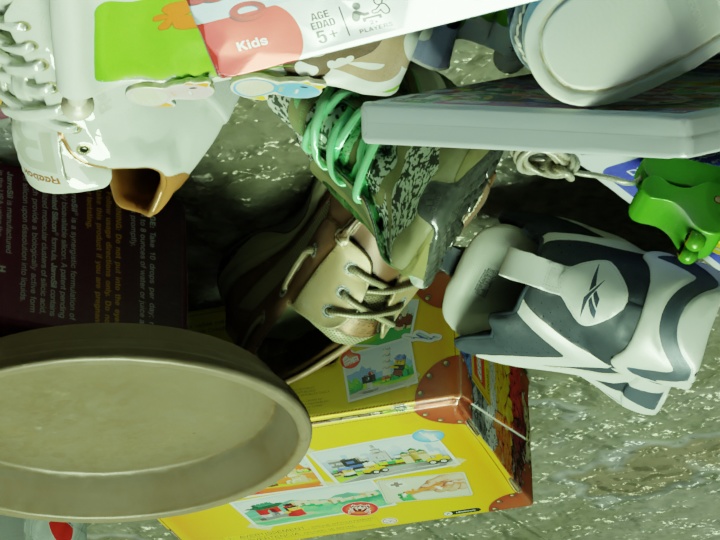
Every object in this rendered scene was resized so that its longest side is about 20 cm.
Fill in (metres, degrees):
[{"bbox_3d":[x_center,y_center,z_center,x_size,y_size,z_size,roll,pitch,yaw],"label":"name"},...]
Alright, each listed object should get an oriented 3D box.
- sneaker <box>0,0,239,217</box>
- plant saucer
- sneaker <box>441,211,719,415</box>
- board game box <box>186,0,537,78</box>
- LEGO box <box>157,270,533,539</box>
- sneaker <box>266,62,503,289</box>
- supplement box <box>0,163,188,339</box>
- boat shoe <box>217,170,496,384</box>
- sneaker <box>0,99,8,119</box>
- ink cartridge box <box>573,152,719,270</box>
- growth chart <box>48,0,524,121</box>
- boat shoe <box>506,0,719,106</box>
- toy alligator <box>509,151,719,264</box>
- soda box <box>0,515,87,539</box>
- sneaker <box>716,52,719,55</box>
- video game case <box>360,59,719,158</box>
[{"bbox_3d":[-0.123,-0.080,1.239,0.073,0.085,0.200,21,170,38],"label":"sneaker"},{"bbox_3d":[-0.123,0.072,1.427,0.200,0.030,0.200,-3,154,-2],"label":"plant saucer"},{"bbox_3d":[0.099,0.015,1.463,0.129,0.080,0.199,20,-179,0],"label":"sneaker"},{"bbox_3d":[0.014,-0.178,1.009,0.200,0.056,0.196,-14,127,12],"label":"board game box"},{"bbox_3d":[-0.023,0.077,1.577,0.200,0.077,0.149,-9,152,15],"label":"LEGO box"},{"bbox_3d":[-0.001,-0.051,1.255,0.089,0.077,0.200,23,-172,-15],"label":"sneaker"},{"bbox_3d":[-0.194,0.008,1.422,0.200,0.086,0.110,11,150,-24],"label":"supplement box"},{"bbox_3d":[0.000,0.000,1.432,0.076,0.074,0.200,13,150,-27],"label":"boat shoe"},{"bbox_3d":[-0.227,-0.076,1.251,0.200,0.090,0.075,12,150,-24],"label":"sneaker"},{"bbox_3d":[0.215,-0.065,1.356,0.197,0.047,0.200,-18,147,30],"label":"ink cartridge box"},{"bbox_3d":[-0.027,-0.097,1.159,0.200,0.018,0.145,-5,156,4],"label":"growth chart"},{"bbox_3d":[0.149,-0.118,1.098,0.200,0.062,0.075,-25,116,3],"label":"boat shoe"},{"bbox_3d":[0.164,-0.022,1.331,0.200,0.054,0.059,5,153,-11],"label":"toy alligator"},{"bbox_3d":[-0.260,0.169,1.756,0.200,0.064,0.068,-15,150,23],"label":"soda box"},{"bbox_3d":[0.226,-0.115,1.192,0.140,0.078,0.200,31,141,-26],"label":"sneaker"},{"bbox_3d":[0.114,-0.066,1.181,0.143,0.018,0.200,4,-170,35],"label":"video game case"}]
